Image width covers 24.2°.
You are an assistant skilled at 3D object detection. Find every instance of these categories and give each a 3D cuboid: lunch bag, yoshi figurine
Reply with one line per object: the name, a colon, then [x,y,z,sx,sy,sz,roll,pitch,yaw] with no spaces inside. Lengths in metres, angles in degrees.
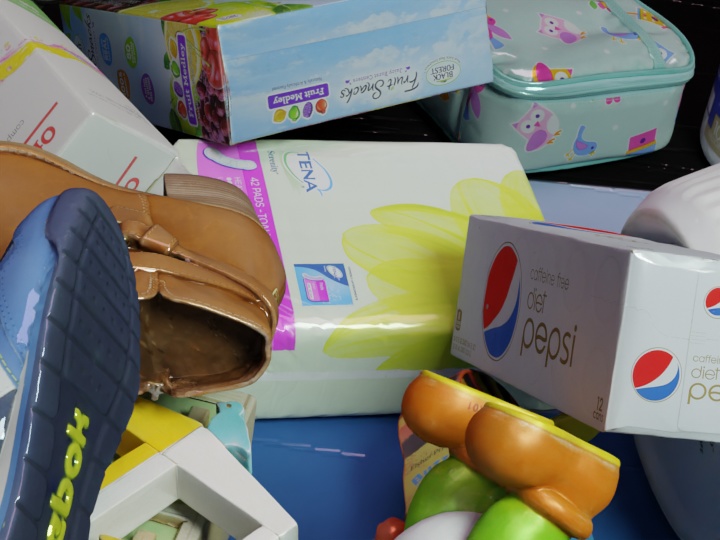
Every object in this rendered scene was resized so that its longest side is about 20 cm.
lunch bag: [0.104,-0.146,1.046,0.160,0.077,0.200,-10,42,-24]
yoshi figurine: [0.003,0.134,0.575,0.112,0.201,0.112,22,0,26]

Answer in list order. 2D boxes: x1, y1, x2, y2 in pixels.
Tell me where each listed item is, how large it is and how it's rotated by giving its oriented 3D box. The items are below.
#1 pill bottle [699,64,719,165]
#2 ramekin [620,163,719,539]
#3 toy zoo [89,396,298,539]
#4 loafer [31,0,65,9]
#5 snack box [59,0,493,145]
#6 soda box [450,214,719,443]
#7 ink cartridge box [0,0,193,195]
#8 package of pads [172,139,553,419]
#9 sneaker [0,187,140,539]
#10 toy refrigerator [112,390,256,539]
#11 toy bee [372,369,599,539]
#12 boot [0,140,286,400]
pill bottle: [0.281,-0.145,0.985,0.119,0.201,0.120,6,37,-5]
ramekin: [0.180,0.041,0.737,0.094,0.203,0.203,-10,41,-8]
toy zoo: [-0.116,0.103,0.616,0.131,0.021,0.200,28,44,33]
loafer: [-0.181,-0.195,0.916,0.069,0.076,0.200,-11,-3,2]
snack box: [-0.051,-0.128,0.940,0.168,0.068,0.200,-16,20,-29]
soda box: [0.097,0.019,0.685,0.063,0.068,0.200,7,4,-14]
ink cartridge box: [-0.170,-0.053,0.825,0.200,0.117,0.067,44,10,36]
package of pads: [0.000,0.000,0.845,0.199,0.068,0.155,0,40,-13]
sneaker: [-0.129,0.057,0.564,0.082,0.074,0.201,-1,56,21]
toy refrigerator: [-0.104,0.124,0.661,0.076,0.070,0.200,14,37,6]
toy bee: [0.050,0.101,0.677,0.131,0.109,0.200,-47,35,1]
boot: [-0.130,0.003,0.694,0.199,0.074,0.155,-4,23,-5]
